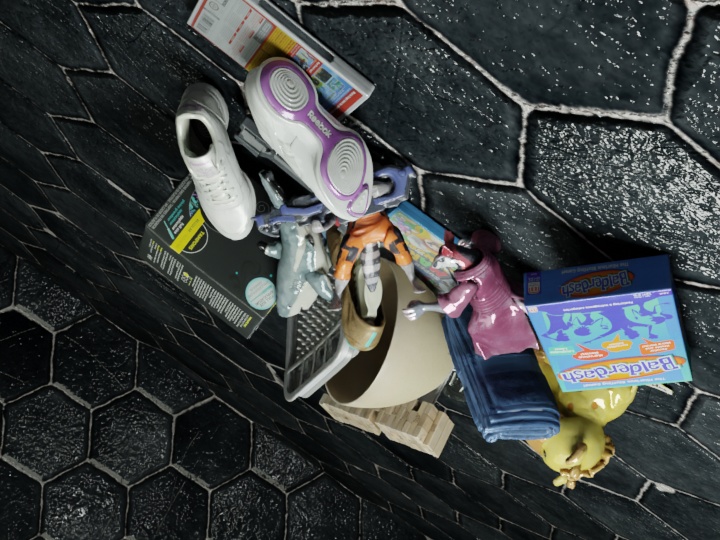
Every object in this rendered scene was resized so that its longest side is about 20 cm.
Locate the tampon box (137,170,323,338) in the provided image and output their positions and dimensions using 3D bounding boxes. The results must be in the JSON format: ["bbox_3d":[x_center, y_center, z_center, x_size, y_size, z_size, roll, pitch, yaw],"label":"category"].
[{"bbox_3d":[-0.179,-0.035,1.461,0.199,0.151,0.126,37,158,-4],"label":"tampon box"}]

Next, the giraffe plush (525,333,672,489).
[{"bbox_3d":[0.275,0.188,1.370,0.198,0.164,0.173,17,156,41],"label":"giraffe plush"}]

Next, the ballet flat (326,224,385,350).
[{"bbox_3d":[0.000,0.000,1.365,0.067,0.204,0.072,6,153,-25],"label":"ballet flat"}]

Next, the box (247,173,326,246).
[{"bbox_3d":[-0.126,-0.079,1.559,0.198,0.038,0.137,22,158,30],"label":"box"}]

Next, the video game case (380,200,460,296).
[{"bbox_3d":[0.077,-0.022,1.398,0.142,0.018,0.200,35,162,-7],"label":"video game case"}]

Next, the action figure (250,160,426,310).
[{"bbox_3d":[-0.023,-0.057,1.257,0.196,0.197,0.105,-9,-171,6],"label":"action figure"}]

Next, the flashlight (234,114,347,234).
[{"bbox_3d":[-0.063,-0.122,1.319,0.199,0.068,0.068,38,136,-5],"label":"flashlight"}]

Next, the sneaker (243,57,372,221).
[{"bbox_3d":[-0.056,-0.144,1.171,0.201,0.075,0.099,56,158,-18],"label":"sneaker"}]

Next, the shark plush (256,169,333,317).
[{"bbox_3d":[-0.090,-0.028,1.340,0.082,0.092,0.202,-13,134,5],"label":"shark plush"}]

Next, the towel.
[{"bbox_3d":[0.174,0.120,1.331,0.110,0.202,0.049,0,134,-18],"label":"towel"}]

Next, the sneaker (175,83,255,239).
[{"bbox_3d":[-0.188,-0.123,1.327,0.073,0.100,0.203,-11,115,12],"label":"sneaker"}]

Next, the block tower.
[{"bbox_3d":[0.035,0.202,1.514,0.198,0.058,0.054,12,152,40],"label":"block tower"}]

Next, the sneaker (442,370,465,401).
[{"bbox_3d":[0.122,0.140,1.673,0.197,0.080,0.075,22,122,-7],"label":"sneaker"}]

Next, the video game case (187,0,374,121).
[{"bbox_3d":[-0.089,-0.232,1.144,0.199,0.018,0.143,37,161,-12],"label":"video game case"}]

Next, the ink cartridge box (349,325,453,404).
[{"bbox_3d":[0.044,0.108,1.577,0.198,0.147,0.085,31,162,6],"label":"ink cartridge box"}]

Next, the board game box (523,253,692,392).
[{"bbox_3d":[0.271,0.063,1.154,0.149,0.046,0.201,-8,145,20],"label":"board game box"}]

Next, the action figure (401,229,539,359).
[{"bbox_3d":[0.147,0.029,1.229,0.147,0.135,0.200,13,157,42],"label":"action figure"}]

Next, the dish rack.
[{"bbox_3d":[-0.048,0.068,1.471,0.043,0.203,0.172,17,142,-25],"label":"dish rack"}]

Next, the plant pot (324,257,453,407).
[{"bbox_3d":[0.053,0.098,1.451,0.133,0.204,0.199,18,169,-25],"label":"plant pot"}]
